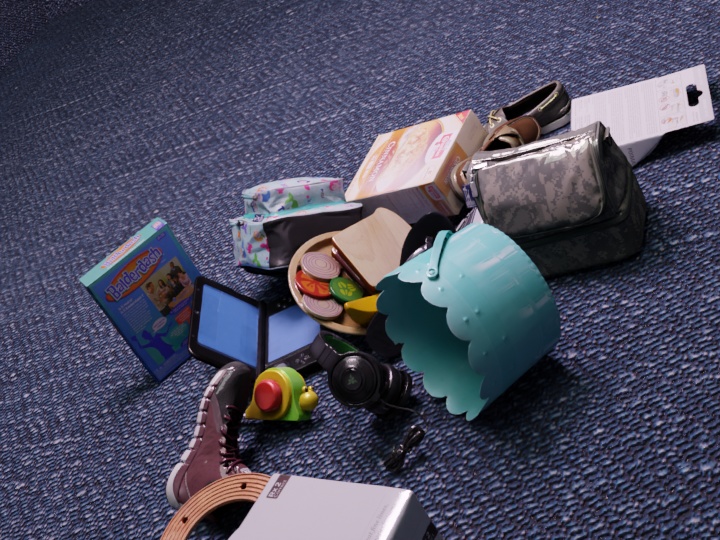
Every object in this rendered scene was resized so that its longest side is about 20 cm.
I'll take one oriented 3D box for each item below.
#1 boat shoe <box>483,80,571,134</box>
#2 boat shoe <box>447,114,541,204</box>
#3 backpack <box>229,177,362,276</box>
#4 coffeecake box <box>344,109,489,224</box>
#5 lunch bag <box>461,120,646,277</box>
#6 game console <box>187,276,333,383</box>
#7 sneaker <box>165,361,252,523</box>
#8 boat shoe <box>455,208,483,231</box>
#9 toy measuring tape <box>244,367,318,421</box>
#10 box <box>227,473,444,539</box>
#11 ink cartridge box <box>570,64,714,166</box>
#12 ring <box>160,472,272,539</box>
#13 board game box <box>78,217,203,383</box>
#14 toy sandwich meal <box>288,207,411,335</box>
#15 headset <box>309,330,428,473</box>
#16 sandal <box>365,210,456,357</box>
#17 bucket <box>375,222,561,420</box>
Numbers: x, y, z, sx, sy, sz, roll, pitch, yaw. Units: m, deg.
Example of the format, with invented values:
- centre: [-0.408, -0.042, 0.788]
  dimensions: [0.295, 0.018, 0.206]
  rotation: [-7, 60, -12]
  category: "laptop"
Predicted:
- centre: [0.233, -0.230, 1.748]
  dimensions: [0.200, 0.061, 0.072]
  rotation: [-24, 31, 12]
  category: "boat shoe"
- centre: [0.210, -0.167, 1.633]
  dimensions: [0.200, 0.076, 0.074]
  rotation: [-44, 5, -36]
  category: "boat shoe"
- centre: [-0.105, -0.061, 1.689]
  dimensions: [0.176, 0.153, 0.199]
  rotation: [-10, -1, -28]
  category: "backpack"
- centre: [0.086, -0.150, 1.716]
  dimensions: [0.199, 0.073, 0.154]
  rotation: [-9, 42, 46]
  category: "coffeecake box"
- centre: [0.248, -0.097, 1.434]
  dimensions: [0.198, 0.169, 0.140]
  rotation: [-13, 34, 29]
  category: "lunch bag"
- centre: [-0.139, 0.065, 1.599]
  dimensions: [0.174, 0.117, 0.201]
  rotation: [-25, 31, 11]
  category: "game console"
- centre: [-0.157, 0.223, 1.408]
  dimensions: [0.115, 0.075, 0.202]
  rotation: [18, 83, 37]
  category: "sneaker"
- centre: [0.153, -0.041, 1.544]
  dimensions: [0.067, 0.072, 0.201]
  rotation: [-4, 47, 36]
  category: "boat shoe"
- centre: [-0.134, 0.163, 1.493]
  dimensions: [0.198, 0.074, 0.074]
  rotation: [-4, 39, 38]
  category: "toy measuring tape"
- centre: [-0.038, 0.326, 1.113]
  dimensions: [0.198, 0.131, 0.200]
  rotation: [-2, 41, 40]
  category: "box"
- centre: [0.398, -0.210, 1.595]
  dimensions: [0.197, 0.058, 0.163]
  rotation: [-10, 36, 18]
  category: "ink cartridge box"
- centre: [-0.150, 0.327, 1.289]
  dimensions: [0.198, 0.019, 0.202]
  rotation: [-15, 46, 16]
  category: "ring"
- centre: [-0.306, 0.046, 1.695]
  dimensions: [0.152, 0.201, 0.045]
  rotation: [-39, 31, -16]
  category: "board game box"
- centre: [0.000, 0.000, 1.537]
  dimensions: [0.202, 0.071, 0.207]
  rotation: [6, 48, -7]
  category: "toy sandwich meal"
- centre: [0.007, 0.151, 1.358]
  dimensions: [0.200, 0.123, 0.094]
  rotation: [41, 98, 41]
  category: "headset"
- centre: [0.073, 0.021, 1.457]
  dimensions: [0.043, 0.075, 0.202]
  rotation: [-59, -8, -87]
  category: "sandal"
- centre: [0.125, 0.053, 1.303]
  dimensions: [0.134, 0.209, 0.207]
  rotation: [-34, 29, -19]
  category: "bucket"
